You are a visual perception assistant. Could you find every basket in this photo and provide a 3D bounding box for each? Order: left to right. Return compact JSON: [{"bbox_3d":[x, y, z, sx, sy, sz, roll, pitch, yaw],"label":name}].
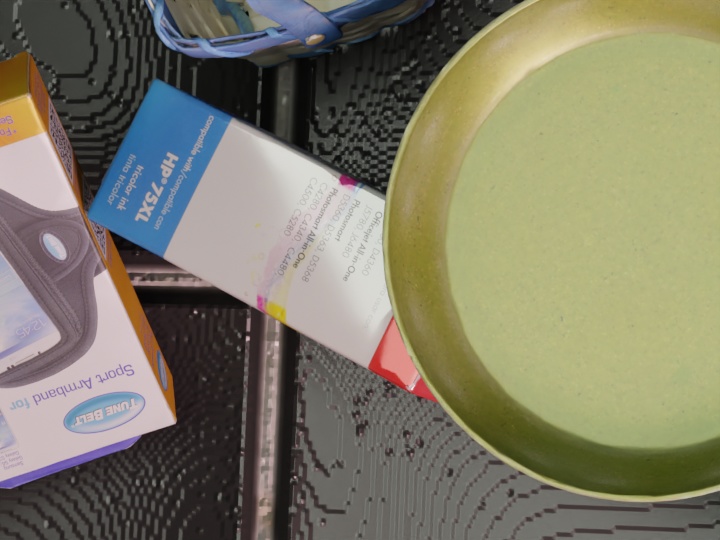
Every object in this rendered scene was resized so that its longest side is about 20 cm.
[{"bbox_3d":[-0.042,-0.175,1.146,0.138,0.200,0.177,-18,80,14],"label":"basket"}]

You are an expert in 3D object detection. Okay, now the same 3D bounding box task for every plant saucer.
[{"bbox_3d":[0.108,-0.013,1.057,0.199,0.031,0.202,-2,82,13],"label":"plant saucer"}]

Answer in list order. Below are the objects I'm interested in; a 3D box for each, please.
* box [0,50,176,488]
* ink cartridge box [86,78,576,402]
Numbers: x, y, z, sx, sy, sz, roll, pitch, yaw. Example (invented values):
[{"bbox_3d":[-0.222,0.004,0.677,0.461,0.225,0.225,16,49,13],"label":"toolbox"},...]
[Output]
[{"bbox_3d":[-0.158,0.016,1.177,0.118,0.042,0.201,-19,122,5],"label":"box"},{"bbox_3d":[0.000,0.000,1.159,0.199,0.116,0.068,28,91,18],"label":"ink cartridge box"}]
